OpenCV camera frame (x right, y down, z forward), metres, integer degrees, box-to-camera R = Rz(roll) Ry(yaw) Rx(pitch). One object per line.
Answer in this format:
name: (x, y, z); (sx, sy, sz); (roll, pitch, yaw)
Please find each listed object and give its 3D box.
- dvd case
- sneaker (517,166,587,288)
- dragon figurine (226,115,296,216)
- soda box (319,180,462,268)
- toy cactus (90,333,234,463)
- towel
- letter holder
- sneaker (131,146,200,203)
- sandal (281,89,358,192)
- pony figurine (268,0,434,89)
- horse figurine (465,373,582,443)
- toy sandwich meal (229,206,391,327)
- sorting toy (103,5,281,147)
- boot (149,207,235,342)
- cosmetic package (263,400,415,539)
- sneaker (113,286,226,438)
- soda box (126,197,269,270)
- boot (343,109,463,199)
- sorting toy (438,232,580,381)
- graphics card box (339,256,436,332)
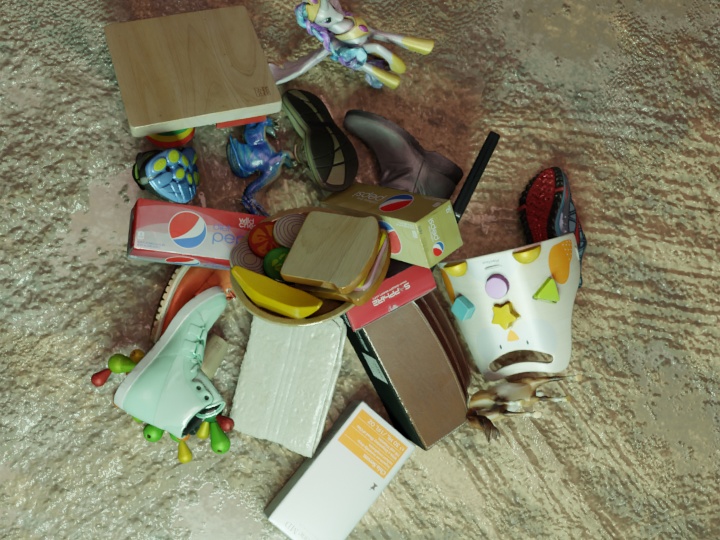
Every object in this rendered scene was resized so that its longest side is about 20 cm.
dvd case: (0.132, -0.082, 1.289); (0.018, 0.200, 0.143); (26, 63, 3)
sneaker: (0.290, -0.054, 1.406); (0.095, 0.079, 0.200); (24, 62, -43)
dragon figurine: (-0.155, -0.166, 1.329); (0.099, 0.059, 0.200); (-25, 89, -14)
soda box: (0.036, -0.063, 1.231); (0.064, 0.200, 0.068); (-35, 121, -28)
toy cactus: (-0.238, 0.152, 1.261); (0.200, 0.102, 0.165); (34, 67, 4)
towel: (-0.098, 0.137, 1.273); (0.132, 0.034, 0.200); (17, 96, 16)
letter holder: (0.084, 0.115, 1.292); (0.142, 0.101, 0.200); (-31, 105, -15)
sneaker: (-0.259, -0.123, 1.239); (0.083, 0.200, 0.071); (-11, 102, -1)
sandal: (-0.062, -0.176, 1.326); (0.080, 0.057, 0.201); (6, 43, -32)
pony figurine: (-0.027, -0.326, 1.328); (0.200, 0.193, 0.167); (21, 81, -27)
horse figurine: (0.205, 0.177, 1.276); (0.200, 0.132, 0.050); (-17, 93, -42)
toy sandwich meal: (-0.067, -0.017, 1.165); (0.205, 0.070, 0.205); (-3, 54, 5)
sorting toy: (-0.229, -0.258, 1.289); (0.199, 0.070, 0.200); (-13, 57, -14)
boot: (-0.207, 0.025, 1.289); (0.107, 0.075, 0.200); (32, 76, -10)
cosmetic package: (-0.029, 0.284, 1.286); (0.101, 0.071, 0.200); (40, 77, -4)
sneaker: (-0.203, 0.120, 1.199); (0.118, 0.074, 0.200); (31, 64, 10)
soda box: (-0.199, -0.041, 1.237); (0.200, 0.063, 0.070); (7, 75, -21)
boot: (0.039, -0.134, 1.362); (0.200, 0.070, 0.132); (31, 83, -1)
sorting toy: (0.209, 0.059, 1.308); (0.200, 0.107, 0.180); (-13, 93, 23)
graphics card box: (0.000, 0.000, 1.269); (0.125, 0.200, 0.051); (-28, 117, -12)
